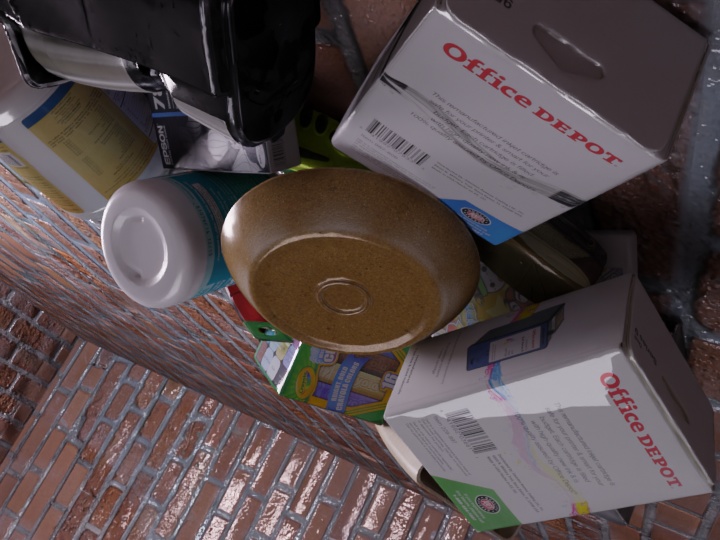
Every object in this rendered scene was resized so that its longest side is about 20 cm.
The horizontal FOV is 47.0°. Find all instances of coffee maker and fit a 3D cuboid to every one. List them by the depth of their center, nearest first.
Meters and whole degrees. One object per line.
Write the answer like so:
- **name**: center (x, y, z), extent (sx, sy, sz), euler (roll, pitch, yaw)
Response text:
- **coffee maker**: center (-0.139, -0.186, 0.526), extent (0.199, 0.135, 0.192), euler (19, 159, 24)

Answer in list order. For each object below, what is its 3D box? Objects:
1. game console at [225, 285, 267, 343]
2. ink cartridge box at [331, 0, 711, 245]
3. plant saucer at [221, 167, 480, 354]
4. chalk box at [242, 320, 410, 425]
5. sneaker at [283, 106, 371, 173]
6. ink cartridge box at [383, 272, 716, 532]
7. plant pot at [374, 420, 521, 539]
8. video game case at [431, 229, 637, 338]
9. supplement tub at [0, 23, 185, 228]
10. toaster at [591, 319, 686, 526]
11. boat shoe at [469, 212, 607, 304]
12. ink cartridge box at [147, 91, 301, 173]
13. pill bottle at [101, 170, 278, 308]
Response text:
- **game console**: center (-0.161, 0.031, 1.160), extent (0.177, 0.031, 0.200), euler (56, 176, 29)
- **ink cartridge box**: center (0.084, -0.104, 0.504), extent (0.144, 0.085, 0.200), euler (30, 162, -10)
- **plant saucer**: center (-0.011, 0.008, 0.620), extent (0.198, 0.036, 0.201), euler (6, 141, 5)
- **chalk box**: center (-0.050, 0.094, 1.048), extent (0.199, 0.125, 0.124), euler (23, -172, -28)
- **sneaker**: center (0.007, -0.076, 0.722), extent (0.199, 0.074, 0.084), euler (34, 173, 13)
- **ink cartridge box**: center (0.143, 0.107, 0.622), extent (0.199, 0.088, 0.146), euler (-22, 116, 36)
- **plant pot**: center (0.134, 0.194, 1.079), extent (0.199, 0.201, 0.177), euler (39, 169, -32)
- **video game case**: center (0.144, 0.066, 0.706), extent (0.181, 0.202, 0.023), euler (2, -167, 33)
- **supplement tub**: center (-0.281, -0.142, 0.822), extent (0.144, 0.145, 0.200), euler (14, 157, 35)
- **toaster**: center (0.199, 0.128, 0.805), extent (0.199, 0.182, 0.119), euler (13, 158, 36)
- **boat shoe**: center (0.104, -0.050, 0.647), extent (0.201, 0.066, 0.072), euler (42, 150, 9)
- **ink cartridge box**: center (-0.135, -0.137, 0.717), extent (0.199, 0.039, 0.100), euler (8, 113, 45)
- **pill bottle**: center (-0.132, -0.041, 0.771), extent (0.110, 0.112, 0.199), euler (16, -159, 30)
